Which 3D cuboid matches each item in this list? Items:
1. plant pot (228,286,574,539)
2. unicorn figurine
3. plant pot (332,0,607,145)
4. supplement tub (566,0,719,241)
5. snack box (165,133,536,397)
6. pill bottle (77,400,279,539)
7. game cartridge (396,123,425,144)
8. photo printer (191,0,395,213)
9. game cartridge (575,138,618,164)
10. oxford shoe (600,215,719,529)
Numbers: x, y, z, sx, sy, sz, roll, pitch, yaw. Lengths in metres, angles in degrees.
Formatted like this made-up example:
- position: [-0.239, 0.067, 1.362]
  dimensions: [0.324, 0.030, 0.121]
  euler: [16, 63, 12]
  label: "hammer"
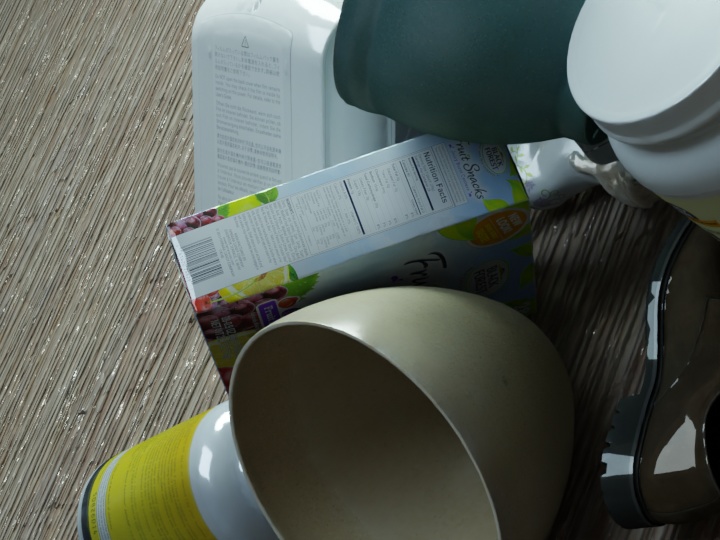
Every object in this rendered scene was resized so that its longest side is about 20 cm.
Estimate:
- position: [0.043, 0.087, 1.363]
  dimensions: [0.134, 0.200, 0.200]
  euler: [-35, 11, -38]
  label: "plant pot"
- position: [0.142, -0.084, 1.487]
  dimensions: [0.200, 0.074, 0.137]
  euler: [-36, 42, 51]
  label: "unicorn figurine"
- position: [0.096, -0.148, 1.296]
  dimensions: [0.200, 0.134, 0.200]
  euler: [-53, -19, -26]
  label: "plant pot"
- position: [0.213, -0.078, 1.200]
  dimensions: [0.145, 0.200, 0.145]
  euler: [-32, 41, 33]
  label: "supplement tub"
- position: [0.000, 0.000, 1.423]
  dimensions: [0.200, 0.169, 0.068]
  euler: [-21, 66, -2]
  label: "snack box"
- position: [-0.086, 0.145, 1.558]
  dimensions: [0.200, 0.112, 0.112]
  euler: [-27, 39, 44]
  label: "pill bottle"
- position: [-0.008, -0.066, 1.686]
  dimensions: [0.200, 0.040, 0.133]
  euler: [-14, 53, 53]
  label: "game cartridge"
- position: [-0.045, -0.089, 1.572]
  dimensions: [0.166, 0.069, 0.200]
  euler: [16, 111, 52]
  label: "photo printer"
- position: [0.198, -0.138, 1.400]
  dimensions: [0.200, 0.040, 0.133]
  euler: [-26, 34, -1]
  label: "game cartridge"
- position: [0.193, 0.045, 1.275]
  dimensions: [0.084, 0.073, 0.200]
  euler: [-7, 56, 37]
  label: "oxford shoe"
